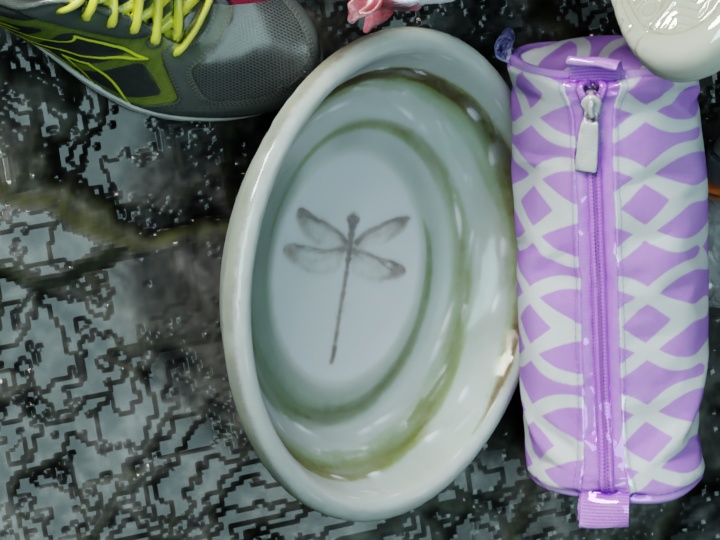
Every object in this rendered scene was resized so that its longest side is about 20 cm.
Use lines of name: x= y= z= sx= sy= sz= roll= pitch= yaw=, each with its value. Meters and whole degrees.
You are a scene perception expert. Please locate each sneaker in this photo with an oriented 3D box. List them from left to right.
sneaker: x=-0.106 y=-0.108 z=1.015 sx=0.200 sy=0.085 sz=0.075 roll=19 pitch=92 yaw=-15
sneaker: x=0.152 y=-0.133 z=1.043 sx=0.077 sy=0.200 sz=0.111 roll=-17 pitch=136 yaw=23

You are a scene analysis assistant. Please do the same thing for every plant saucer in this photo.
plant saucer: x=0.000 y=0.000 z=1.047 sx=0.200 sy=0.050 sz=0.200 roll=-12 pitch=106 yaw=-49

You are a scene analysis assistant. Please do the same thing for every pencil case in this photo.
pencil case: x=0.104 y=-0.002 z=1.066 sx=0.084 sy=0.086 sz=0.200 roll=-4 pitch=105 yaw=4

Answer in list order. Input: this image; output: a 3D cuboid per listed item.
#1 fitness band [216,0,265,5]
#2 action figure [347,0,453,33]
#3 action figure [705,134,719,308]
fitness band: x=-0.013 y=-0.178 z=0.971 sx=0.200 sy=0.037 sz=0.144 roll=-9 pitch=78 yaw=7
action figure: x=0.039 y=-0.187 z=1.021 sx=0.149 sy=0.134 sz=0.200 roll=33 pitch=82 yaw=-17
action figure: x=0.222 y=-0.035 z=1.127 sx=0.193 sy=0.105 sz=0.200 roll=-32 pitch=132 yaw=-4
